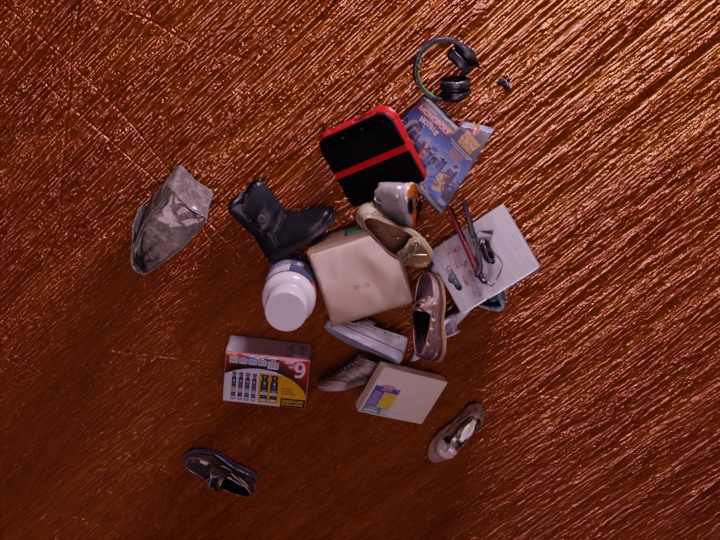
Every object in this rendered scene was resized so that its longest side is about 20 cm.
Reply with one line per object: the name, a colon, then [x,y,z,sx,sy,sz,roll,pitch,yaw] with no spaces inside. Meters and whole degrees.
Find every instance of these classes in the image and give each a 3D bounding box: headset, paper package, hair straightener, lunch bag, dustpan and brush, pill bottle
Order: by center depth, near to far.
headset: [0.204,-0.396,1.587,0.196,0.094,0.126,10,112,-12]
lunch bag: [-0.416,-0.100,1.667,0.117,0.165,0.200,38,107,-20]
hair straightener: [0.254,-0.062,1.683,0.076,0.041,0.204,-24,74,14]
pill bottle: [-0.153,0.047,1.706,0.117,0.201,0.122,0,113,0]
paper package: [0.000,0.000,1.740,0.196,0.104,0.194,-16,111,7]
dustpan and brush: [0.172,0.155,1.810,0.199,0.139,0.058,-32,89,41]

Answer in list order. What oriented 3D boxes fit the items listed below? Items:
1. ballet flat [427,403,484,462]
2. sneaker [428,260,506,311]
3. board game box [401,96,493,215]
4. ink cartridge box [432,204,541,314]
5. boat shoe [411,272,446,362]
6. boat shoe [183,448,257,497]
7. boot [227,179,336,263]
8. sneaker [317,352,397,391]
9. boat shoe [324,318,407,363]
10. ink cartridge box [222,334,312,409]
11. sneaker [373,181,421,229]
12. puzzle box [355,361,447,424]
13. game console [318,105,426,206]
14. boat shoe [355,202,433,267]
ballet flat: [0.231,0.409,1.920,0.067,0.067,0.201,31,109,-11]
sneaker: [0.245,0.029,1.759,0.197,0.087,0.079,24,110,-9]
board game box: [0.172,-0.259,1.646,0.200,0.062,0.200,45,113,-5]
ink cartridge box: [0.272,-0.022,1.724,0.198,0.047,0.162,-33,77,15]
boat shoe: [0.144,0.095,1.698,0.069,0.204,0.070,15,150,-35]
boat shoe: [-0.351,0.508,1.957,0.196,0.073,0.073,20,110,-8]
boot: [-0.172,-0.128,1.702,0.198,0.077,0.169,-30,113,18]
sneaker: [-0.010,0.233,1.860,0.195,0.070,0.077,-10,98,-3]
boat shoe: [0.015,0.147,1.823,0.197,0.074,0.068,25,73,2]
ink cartridge box: [-0.221,0.259,1.853,0.195,0.084,0.179,6,112,-3]
sneaker: [0.077,-0.138,1.665,0.090,0.201,0.077,15,71,14]
puzzle box: [0.098,0.290,1.855,0.197,0.026,0.134,18,113,-33]
game console: [0.022,-0.238,1.652,0.197,0.031,0.179,-17,117,32]
boat shoe: [0.072,-0.061,1.624,0.198,0.063,0.074,31,106,-20]
